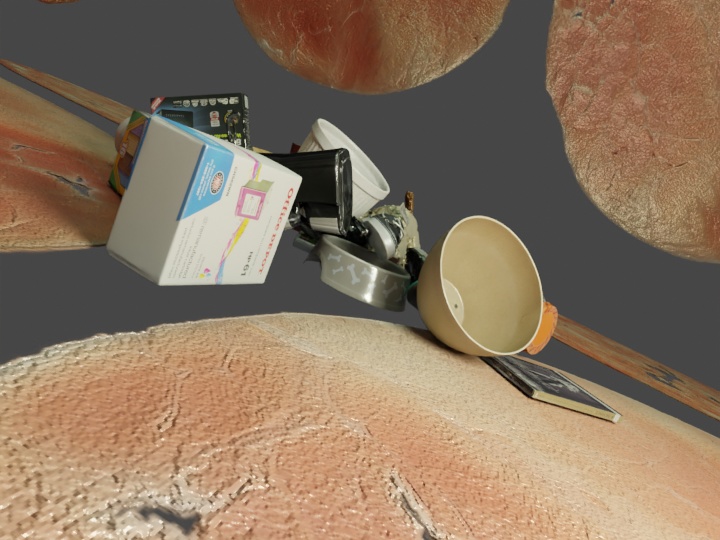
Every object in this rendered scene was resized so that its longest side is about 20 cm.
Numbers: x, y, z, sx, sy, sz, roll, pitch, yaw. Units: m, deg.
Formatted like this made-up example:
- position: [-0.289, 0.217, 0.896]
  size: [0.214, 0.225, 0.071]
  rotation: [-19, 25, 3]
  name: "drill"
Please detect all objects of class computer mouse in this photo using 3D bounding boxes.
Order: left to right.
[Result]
- position: [-0.013, -0.066, 1.050]
  size: [0.059, 0.034, 0.200]
  rotation: [52, -5, -3]
  name: "computer mouse"

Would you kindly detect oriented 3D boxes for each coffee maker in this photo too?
- position: [-0.115, -0.152, 0.933]
  size: [0.193, 0.196, 0.137]
  rotation: [-1, 38, 10]
  name: "coffee maker"

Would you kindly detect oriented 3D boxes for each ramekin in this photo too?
- position: [-0.045, -0.191, 1.138]
  size: [0.199, 0.105, 0.201]
  rotation: [42, 18, -16]
  name: "ramekin"

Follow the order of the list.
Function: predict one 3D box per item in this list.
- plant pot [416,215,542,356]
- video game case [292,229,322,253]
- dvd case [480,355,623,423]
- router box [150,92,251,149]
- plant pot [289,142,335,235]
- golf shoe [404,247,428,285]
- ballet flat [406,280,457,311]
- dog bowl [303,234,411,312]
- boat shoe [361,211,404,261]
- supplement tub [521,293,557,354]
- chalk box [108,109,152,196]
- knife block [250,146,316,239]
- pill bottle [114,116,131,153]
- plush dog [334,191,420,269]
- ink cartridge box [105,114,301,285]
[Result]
- position: [0.160, 0.038, 0.870]
  size: [0.196, 0.206, 0.134]
  rotation: [20, -26, -24]
  name: "plant pot"
- position: [-0.049, -0.037, 1.191]
  size: [0.178, 0.023, 0.200]
  rotation: [24, 10, -5]
  name: "video game case"
- position: [0.289, 0.176, 0.884]
  size: [0.196, 0.016, 0.148]
  rotation: [20, 9, -27]
  name: "dvd case"
- position: [-0.324, -0.277, 1.172]
  size: [0.193, 0.155, 0.062]
  rotation: [-3, 8, 1]
  name: "router box"
- position: [-0.093, -0.172, 1.343]
  size: [0.195, 0.181, 0.200]
  rotation: [22, 9, -6]
  name: "plant pot"
- position: [0.129, -0.001, 1.055]
  size: [0.091, 0.081, 0.200]
  rotation: [-6, -8, 2]
  name: "golf shoe"
- position: [0.147, 0.061, 0.998]
  size: [0.198, 0.068, 0.069]
  rotation: [15, 41, -58]
  name: "ballet flat"
- position: [0.000, 0.000, 0.983]
  size: [0.195, 0.060, 0.200]
  rotation: [23, 9, -4]
  name: "dog bowl"
- position: [0.048, -0.069, 1.026]
  size: [0.066, 0.074, 0.200]
  rotation: [-21, 11, -3]
  name: "boat shoe"
- position: [0.268, 0.069, 1.094]
  size: [0.121, 0.125, 0.198]
  rotation: [14, 14, -46]
  name: "supplement tub"
- position: [-0.274, -0.141, 0.854]
  size: [0.123, 0.127, 0.199]
  rotation: [17, 12, -44]
  name: "chalk box"
- position: [-0.137, -0.137, 1.087]
  size: [0.177, 0.064, 0.199]
  rotation: [52, 15, 8]
  name: "knife block"
- position: [-0.363, -0.209, 1.031]
  size: [0.112, 0.117, 0.198]
  rotation: [14, 14, -48]
  name: "pill bottle"
- position: [0.033, -0.086, 1.223]
  size: [0.167, 0.166, 0.199]
  rotation: [2, 0, 24]
  name: "plush dog"
- position: [-0.163, -0.067, 0.639]
  size: [0.083, 0.148, 0.199]
  rotation: [26, 9, 19]
  name: "ink cartridge box"
